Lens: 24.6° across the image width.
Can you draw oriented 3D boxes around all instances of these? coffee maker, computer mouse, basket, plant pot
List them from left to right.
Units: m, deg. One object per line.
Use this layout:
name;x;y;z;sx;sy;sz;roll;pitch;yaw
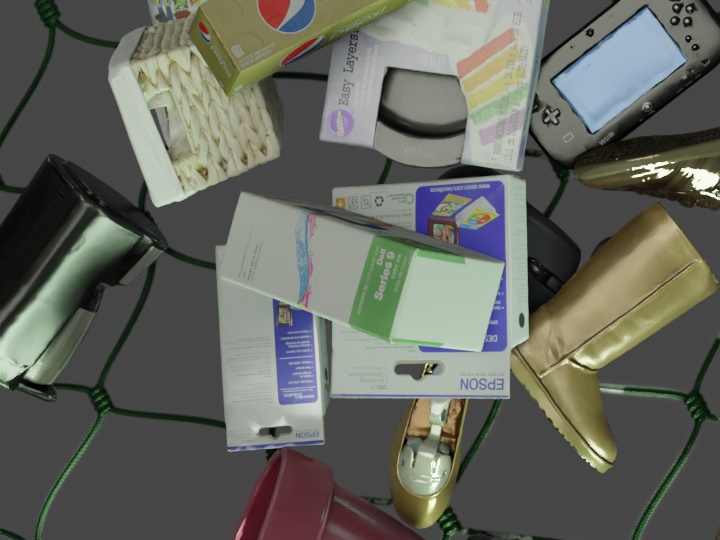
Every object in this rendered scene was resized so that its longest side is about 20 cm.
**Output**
coffee maker;-0.303;0.002;1.547;0.135;0.192;0.200;40;97;23
basket;-0.143;-0.158;1.499;0.123;0.200;0.136;-17;108;4
plant pot;-0.028;0.284;1.517;0.179;0.200;0.200;22;96;-7
computer mouse;0.147;-0.025;1.533;0.200;0.053;0.139;37;99;7

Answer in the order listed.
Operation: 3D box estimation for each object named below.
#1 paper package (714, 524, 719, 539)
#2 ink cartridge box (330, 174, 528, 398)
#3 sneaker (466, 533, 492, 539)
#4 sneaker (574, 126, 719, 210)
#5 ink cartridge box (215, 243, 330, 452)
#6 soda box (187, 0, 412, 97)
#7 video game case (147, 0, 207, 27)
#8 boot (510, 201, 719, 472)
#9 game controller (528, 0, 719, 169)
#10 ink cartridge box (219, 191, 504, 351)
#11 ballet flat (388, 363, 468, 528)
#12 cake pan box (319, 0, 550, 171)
paper package;0.433;0.204;1.464;0.190;0.103;0.200;24;97;8
ink cartridge box;0.060;0.018;1.510;0.198;0.043;0.200;-2;85;35
sneaker;0.180;0.320;1.537;0.115;0.076;0.200;-23;98;5
sneaker;0.296;-0.084;1.491;0.200;0.070;0.076;-10;108;7
ink cartridge box;-0.083;0.071;1.572;0.099;0.039;0.200;-4;81;10
soda box;-0.040;-0.225;1.385;0.200;0.064;0.068;-30;85;-19
video game case;-0.115;-0.305;1.587;0.200;0.022;0.182;-13;90;10
boot;0.243;0.065;1.500;0.200;0.066;0.175;-38;105;7
game controller;0.237;-0.184;1.517;0.200;0.042;0.104;-38;85;10
ink cartridge box;0.000;0.000;1.439;0.200;0.145;0.088;18;96;36
ballet flat;0.065;0.148;1.549;0.069;0.063;0.200;11;94;8
cake pan box;0.066;-0.190;1.467;0.184;0.052;0.200;11;93;13
